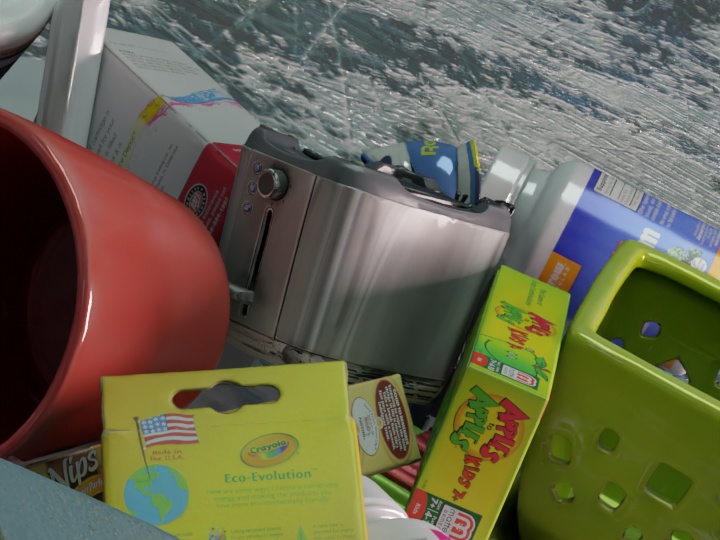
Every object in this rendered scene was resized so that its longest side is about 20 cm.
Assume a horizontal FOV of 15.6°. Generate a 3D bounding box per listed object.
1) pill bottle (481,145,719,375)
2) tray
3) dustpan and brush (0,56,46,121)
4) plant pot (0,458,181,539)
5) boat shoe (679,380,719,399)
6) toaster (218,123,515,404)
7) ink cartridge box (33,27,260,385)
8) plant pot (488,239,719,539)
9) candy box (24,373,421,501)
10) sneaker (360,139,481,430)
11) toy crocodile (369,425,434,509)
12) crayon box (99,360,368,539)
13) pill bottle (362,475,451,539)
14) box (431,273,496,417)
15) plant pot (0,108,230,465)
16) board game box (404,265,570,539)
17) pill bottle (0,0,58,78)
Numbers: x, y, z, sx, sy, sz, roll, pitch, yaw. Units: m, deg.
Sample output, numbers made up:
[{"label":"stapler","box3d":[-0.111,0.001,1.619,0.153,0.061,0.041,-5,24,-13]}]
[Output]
[{"label":"pill bottle","box3d":[0.177,-0.013,1.965,0.200,0.112,0.112,26,21,3]},{"label":"tray","box3d":[-0.182,-0.079,1.591,0.022,0.200,0.107,9,2,2]},{"label":"dustpan and brush","box3d":[-0.190,-0.099,1.820,0.200,0.057,0.140,1,28,-10]},{"label":"plant pot","box3d":[-0.096,0.220,1.044,0.200,0.196,0.196,21,21,-34]},{"label":"boat shoe","box3d":[0.213,0.091,1.695,0.200,0.093,0.075,22,42,-8]},{"label":"toaster","box3d":[0.000,0.000,1.546,0.114,0.129,0.200,24,7,41]},{"label":"ink cartridge box","box3d":[-0.125,-0.042,1.652,0.086,0.148,0.200,8,28,-43]},{"label":"plant pot","box3d":[0.190,0.123,1.573,0.199,0.182,0.200,29,21,6]},{"label":"candy box","box3d":[-0.071,0.104,1.420,0.115,0.055,0.200,-15,-4,34]},{"label":"sneaker","box3d":[0.027,0.012,1.667,0.082,0.200,0.074,8,-7,-1]},{"label":"toy crocodile","box3d":[0.035,0.124,1.563,0.067,0.062,0.200,32,23,17]},{"label":"crayon box","box3d":[-0.058,0.143,1.255,0.127,0.051,0.200,-3,59,-5]},{"label":"pill bottle","box3d":[0.026,0.196,1.316,0.113,0.113,0.200,5,29,-42]},{"label":"box","box3d":[0.027,0.028,1.795,0.200,0.048,0.193,25,24,-4]},{"label":"plant pot","box3d":[-0.176,0.016,1.429,0.200,0.201,0.177,37,14,27]},{"label":"board game box","box3d":[0.073,0.076,1.478,0.048,0.102,0.200,22,17,2]},{"label":"pill bottle","box3d":[-0.276,-0.143,1.623,0.116,0.200,0.116,17,55,-26]}]
